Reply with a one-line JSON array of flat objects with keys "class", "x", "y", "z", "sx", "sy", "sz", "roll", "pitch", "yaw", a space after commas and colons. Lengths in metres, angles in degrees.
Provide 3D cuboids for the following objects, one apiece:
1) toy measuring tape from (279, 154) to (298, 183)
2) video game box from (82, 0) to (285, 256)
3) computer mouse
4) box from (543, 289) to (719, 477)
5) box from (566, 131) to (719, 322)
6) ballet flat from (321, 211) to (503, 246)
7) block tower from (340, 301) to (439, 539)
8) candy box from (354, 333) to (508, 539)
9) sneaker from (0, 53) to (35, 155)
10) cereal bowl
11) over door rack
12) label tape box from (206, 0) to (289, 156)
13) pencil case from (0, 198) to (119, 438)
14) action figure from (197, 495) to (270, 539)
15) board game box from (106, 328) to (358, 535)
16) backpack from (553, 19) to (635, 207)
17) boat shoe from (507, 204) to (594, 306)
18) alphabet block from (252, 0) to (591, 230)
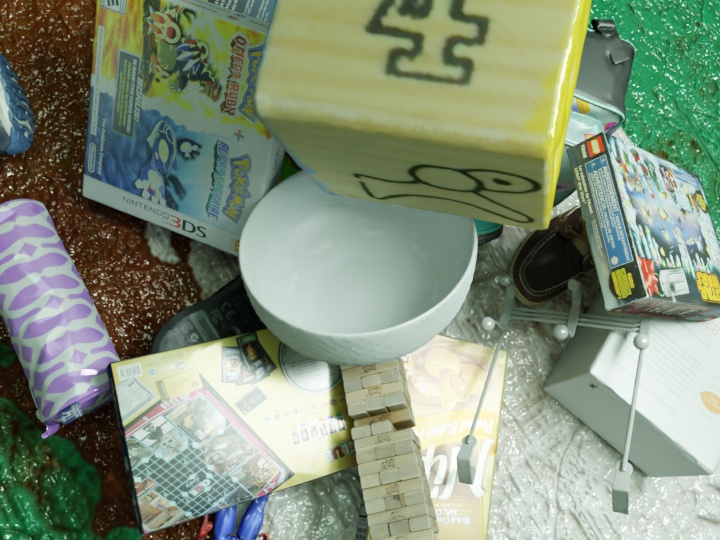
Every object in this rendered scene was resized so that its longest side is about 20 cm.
[{"class": "toy measuring tape", "x": -0.123, "y": -0.111, "z": 0.744, "sx": 0.200, "sy": 0.073, "sz": 0.074, "roll": 45, "pitch": 69, "yaw": -17}, {"class": "video game box", "x": -0.152, "y": -0.131, "z": 0.683, "sx": 0.178, "sy": 0.204, "sz": 0.047, "roll": 19, "pitch": 27, "yaw": 8}, {"class": "computer mouse", "x": -0.107, "y": 0.060, "z": 0.728, "sx": 0.198, "sy": 0.053, "sz": 0.141, "roll": -29, "pitch": 89, "yaw": -27}, {"class": "box", "x": 0.308, "y": 0.079, "z": 0.785, "sx": 0.151, "sy": 0.106, "sz": 0.201, "roll": 38, "pitch": 71, "yaw": 0}, {"class": "box", "x": 0.259, "y": -0.031, "z": 0.675, "sx": 0.197, "sy": 0.039, "sz": 0.140, "roll": 7, "pitch": 68, "yaw": -45}, {"class": "ballet flat", "x": 0.044, "y": -0.037, "z": 0.778, "sx": 0.195, "sy": 0.073, "sz": 0.075, "roll": 1, "pitch": 75, "yaw": -13}, {"class": "block tower", "x": 0.021, "y": 0.137, "z": 0.676, "sx": 0.053, "sy": 0.058, "sz": 0.204, "roll": -14, "pitch": 66, "yaw": 8}, {"class": "candy box", "x": 0.069, "y": 0.165, "z": 0.734, "sx": 0.113, "sy": 0.055, "sz": 0.205, "roll": 13, "pitch": 72, "yaw": -8}, {"class": "sneaker", "x": -0.373, "y": -0.184, "z": 0.726, "sx": 0.084, "sy": 0.077, "sz": 0.203, "roll": -28, "pitch": 75, "yaw": -8}, {"class": "cereal bowl", "x": 0.000, "y": 0.000, "z": 0.658, "sx": 0.195, "sy": 0.084, "sz": 0.203, "roll": -3, "pitch": 48, "yaw": 4}, {"class": "over door rack", "x": 0.172, "y": 0.092, "z": 0.675, "sx": 0.144, "sy": 0.067, "sz": 0.203, "roll": 4, "pitch": 57, "yaw": 26}, {"class": "label tape box", "x": -0.129, "y": -0.221, "z": 0.788, "sx": 0.196, "sy": 0.063, "sz": 0.147, "roll": 19, "pitch": 72, "yaw": -8}, {"class": "pencil case", "x": -0.277, "y": 0.039, "z": 0.679, "sx": 0.084, "sy": 0.084, "sz": 0.203, "roll": -28, "pitch": 81, "yaw": 5}, {"class": "action figure", "x": -0.112, "y": 0.235, "z": 0.681, "sx": 0.064, "sy": 0.052, "sz": 0.205, "roll": 17, "pitch": 74, "yaw": -12}, {"class": "board game box", "x": -0.104, "y": 0.126, "z": 0.664, "sx": 0.196, "sy": 0.034, "sz": 0.139, "roll": -10, "pitch": 83, "yaw": -26}, {"class": "backpack", "x": 0.153, "y": -0.147, "z": 0.762, "sx": 0.172, "sy": 0.200, "sz": 0.157, "roll": 17, "pitch": 75, "yaw": -3}, {"class": "boat shoe", "x": 0.238, "y": -0.038, "z": 0.819, "sx": 0.198, "sy": 0.072, "sz": 0.073, "roll": -33, "pitch": 84, "yaw": -19}, {"class": "alphabet block", "x": 0.059, "y": -0.159, "z": 0.568, "sx": 0.195, "sy": 0.195, "sz": 0.201, "roll": 11, "pitch": 83, "yaw": 14}]
